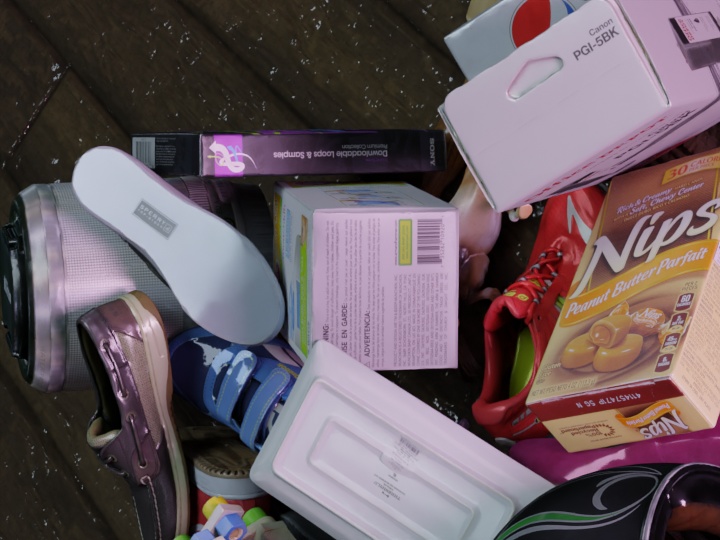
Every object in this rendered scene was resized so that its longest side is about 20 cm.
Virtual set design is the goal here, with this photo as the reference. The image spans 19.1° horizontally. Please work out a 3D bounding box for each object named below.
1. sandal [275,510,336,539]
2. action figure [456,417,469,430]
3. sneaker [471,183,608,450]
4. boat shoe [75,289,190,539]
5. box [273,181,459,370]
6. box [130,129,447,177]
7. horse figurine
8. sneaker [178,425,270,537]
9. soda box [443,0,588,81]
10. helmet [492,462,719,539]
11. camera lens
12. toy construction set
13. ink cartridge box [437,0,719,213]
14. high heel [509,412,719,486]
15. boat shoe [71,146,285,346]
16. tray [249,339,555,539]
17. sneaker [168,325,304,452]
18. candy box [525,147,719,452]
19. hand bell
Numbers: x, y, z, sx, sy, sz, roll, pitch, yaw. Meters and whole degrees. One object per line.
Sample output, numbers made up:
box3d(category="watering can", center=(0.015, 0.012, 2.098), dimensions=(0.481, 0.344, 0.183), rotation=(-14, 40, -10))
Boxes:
box3d(category="sandal", center=(-0.006, 0.210, 1.504), dimensions=(0.200, 0.048, 0.076), rotation=(5, 110, 65))
box3d(category="action figure", center=(0.084, 0.200, 1.389), dimensions=(0.118, 0.102, 0.201), rotation=(-30, 78, 19))
box3d(category="sneaker", center=(0.126, 0.024, 1.446), dimensions=(0.077, 0.085, 0.201), rotation=(-1, 69, 46))
box3d(category="boat shoe", center=(-0.170, 0.117, 1.562), dimensions=(0.073, 0.064, 0.201), rotation=(13, 114, 62))
box3d(category="box", center=(0.000, 0.000, 1.498), dimensions=(0.200, 0.101, 0.113), rotation=(-139, 49, -77))
box3d(category="box", center=(-0.054, -0.088, 1.595), dimensions=(0.143, 0.199, 0.036), rotation=(6, 97, 63))
box3d(category="horse figurine", center=(0.084, -0.026, 1.526), dimensions=(0.133, 0.050, 0.201), rotation=(-123, 50, -75))
box3d(category="sneaker", center=(-0.111, 0.184, 1.625), dimensions=(0.200, 0.071, 0.113), rotation=(-153, 59, -73))
box3d(category="soda box", center=(0.161, -0.188, 1.490), dimensions=(0.199, 0.064, 0.068), rotation=(-32, 90, 15))
box3d(category="helmet", center=(0.148, 0.214, 1.240), dimensions=(0.190, 0.199, 0.201), rotation=(-34, 48, 40))
box3d(category="camera lens", center=(-0.175, 0.009, 1.654), dimensions=(0.160, 0.199, 0.161), rotation=(176, 90, -75))
box3d(category="toy construction set", center=(-0.102, 0.243, 1.490), dimensions=(0.200, 0.131, 0.092), rotation=(-52, 56, 35))
box3d(category="ink cartridge box", center=(0.166, -0.115, 1.382), dimensions=(0.146, 0.200, 0.083), rotation=(-32, 82, 32))
box3d(category="high heel", center=(0.183, 0.104, 1.348), dimensions=(0.199, 0.067, 0.097), rotation=(9, 86, 44))
box3d(category="boat shoe", center=(-0.127, -0.015, 1.547), dimensions=(0.200, 0.066, 0.070), rotation=(36, 91, 18))
box3d(category="tray", center=(0.023, 0.137, 1.356), dimensions=(0.199, 0.022, 0.108), rotation=(31, 99, 24))
box3d(category="sneaker", center=(-0.062, 0.096, 1.546), dimensions=(0.199, 0.082, 0.074), rotation=(23, 101, 17))
box3d(category="candy box", center=(0.191, 0.016, 1.357), dimensions=(0.115, 0.055, 0.201), rotation=(-14, 40, 42))
box3d(category="hand bell", center=(0.089, -0.147, 1.595), dimensions=(0.104, 0.104, 0.201), rotation=(42, 113, 49))
